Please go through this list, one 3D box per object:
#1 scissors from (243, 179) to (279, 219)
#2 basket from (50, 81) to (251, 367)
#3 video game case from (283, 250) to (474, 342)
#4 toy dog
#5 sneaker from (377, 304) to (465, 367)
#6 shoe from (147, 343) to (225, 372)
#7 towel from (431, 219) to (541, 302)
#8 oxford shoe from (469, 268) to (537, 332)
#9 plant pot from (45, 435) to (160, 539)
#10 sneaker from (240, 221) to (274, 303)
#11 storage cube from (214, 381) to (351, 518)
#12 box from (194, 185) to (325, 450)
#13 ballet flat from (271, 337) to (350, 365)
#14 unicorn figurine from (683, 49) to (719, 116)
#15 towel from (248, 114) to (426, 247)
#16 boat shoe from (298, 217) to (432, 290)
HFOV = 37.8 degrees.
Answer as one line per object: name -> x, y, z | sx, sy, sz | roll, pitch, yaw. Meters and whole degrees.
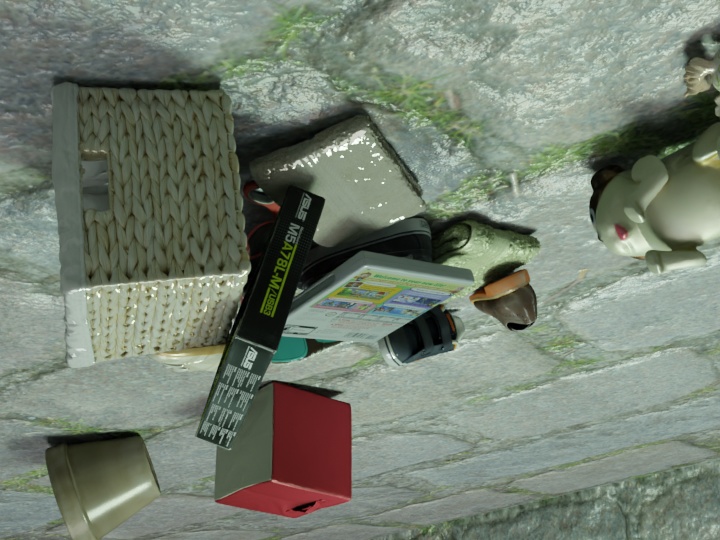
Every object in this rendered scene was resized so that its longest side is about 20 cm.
scissors -> -0.080, -0.059, 1.182 | 0.072, 0.014, 0.200 | -10, 156, 3
basket -> -0.197, -0.037, 0.963 | 0.158, 0.201, 0.200 | -3, 157, -16
video game case -> 0.010, 0.036, 1.245 | 0.198, 0.022, 0.181 | 8, 147, -46
toy dog -> 0.334, -0.082, 1.116 | 0.198, 0.195, 0.140 | -21, 117, 38
sneaker -> 0.088, 0.086, 1.480 | 0.079, 0.079, 0.200 | -21, 174, 22
shoe -> -0.212, 0.112, 1.360 | 0.069, 0.054, 0.199 | 18, -176, 26
towel -> 0.120, -0.005, 1.344 | 0.147, 0.037, 0.199 | 10, 152, -38
oxford shoe -> 0.194, 0.050, 1.406 | 0.071, 0.074, 0.200 | -24, 175, -2
plant pot -> -0.472, 0.397, 1.962 | 0.171, 0.202, 0.200 | -19, 160, -12
sneaker -> -0.123, 0.001, 1.232 | 0.073, 0.087, 0.201 | -17, 146, -19
storage cube -> -0.135, 0.315, 1.834 | 0.178, 0.203, 0.170 | 21, 146, -38
box -> -0.101, 0.049, 1.049 | 0.047, 0.195, 0.201 | 19, 140, -8
ballet flat -> -0.067, 0.089, 1.481 | 0.197, 0.073, 0.072 | -11, 157, 10
unicorn figurine -> 0.388, -0.186, 0.942 | 0.198, 0.075, 0.137 | -16, 156, 21
towel -> -0.018, -0.089, 1.091 | 0.131, 0.035, 0.200 | -22, 153, 12
boat shoe -> 0.000, 0.000, 1.277 | 0.198, 0.069, 0.072 | -18, 155, 24
